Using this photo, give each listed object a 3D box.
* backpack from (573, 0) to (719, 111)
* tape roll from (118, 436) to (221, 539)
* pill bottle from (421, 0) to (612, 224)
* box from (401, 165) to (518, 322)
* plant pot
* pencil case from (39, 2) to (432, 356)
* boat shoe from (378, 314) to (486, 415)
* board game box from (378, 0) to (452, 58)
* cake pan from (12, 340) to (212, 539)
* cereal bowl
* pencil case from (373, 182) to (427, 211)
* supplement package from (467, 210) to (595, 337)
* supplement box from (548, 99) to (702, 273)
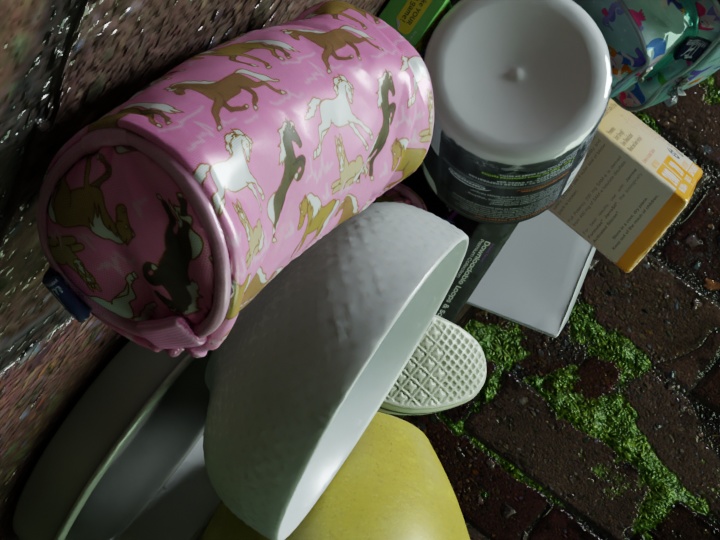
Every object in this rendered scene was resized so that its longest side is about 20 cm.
[{"bbox_3d":[0.173,-0.194,0.916,0.150,0.178,0.200,-30,174,-7],"label":"backpack"},{"bbox_3d":[-0.135,0.177,1.037,0.203,0.071,0.203,-52,172,-10],"label":"tape roll"},{"bbox_3d":[0.087,-0.089,0.879,0.106,0.106,0.200,-53,172,-8],"label":"pill bottle"},{"bbox_3d":[0.055,-0.026,1.158,0.200,0.036,0.143,-57,-150,25],"label":"box"},{"bbox_3d":[-0.013,0.172,0.933,0.200,0.199,0.143,112,-14,-61],"label":"plant pot"},{"bbox_3d":[-0.039,-0.042,0.564,0.087,0.083,0.200,-60,171,33],"label":"pencil case"},{"bbox_3d":[-0.012,0.064,0.990,0.062,0.199,0.075,150,-62,-72],"label":"boat shoe"},{"bbox_3d":[-0.010,-0.073,0.861,0.200,0.029,0.135,-55,173,4],"label":"board game box"},{"bbox_3d":[-0.127,0.090,0.828,0.201,0.037,0.200,-53,173,-10],"label":"cake pan"},{"bbox_3d":[-0.025,0.043,0.795,0.201,0.083,0.200,-56,172,-12],"label":"cereal bowl"},{"bbox_3d":[0.000,0.000,1.046,0.200,0.086,0.083,98,-2,-74],"label":"pencil case"},{"bbox_3d":[0.159,-0.058,1.377,0.200,0.146,0.192,-16,126,-78],"label":"supplement package"},{"bbox_3d":[0.152,-0.100,1.082,0.074,0.200,0.126,-53,174,22],"label":"supplement box"}]
